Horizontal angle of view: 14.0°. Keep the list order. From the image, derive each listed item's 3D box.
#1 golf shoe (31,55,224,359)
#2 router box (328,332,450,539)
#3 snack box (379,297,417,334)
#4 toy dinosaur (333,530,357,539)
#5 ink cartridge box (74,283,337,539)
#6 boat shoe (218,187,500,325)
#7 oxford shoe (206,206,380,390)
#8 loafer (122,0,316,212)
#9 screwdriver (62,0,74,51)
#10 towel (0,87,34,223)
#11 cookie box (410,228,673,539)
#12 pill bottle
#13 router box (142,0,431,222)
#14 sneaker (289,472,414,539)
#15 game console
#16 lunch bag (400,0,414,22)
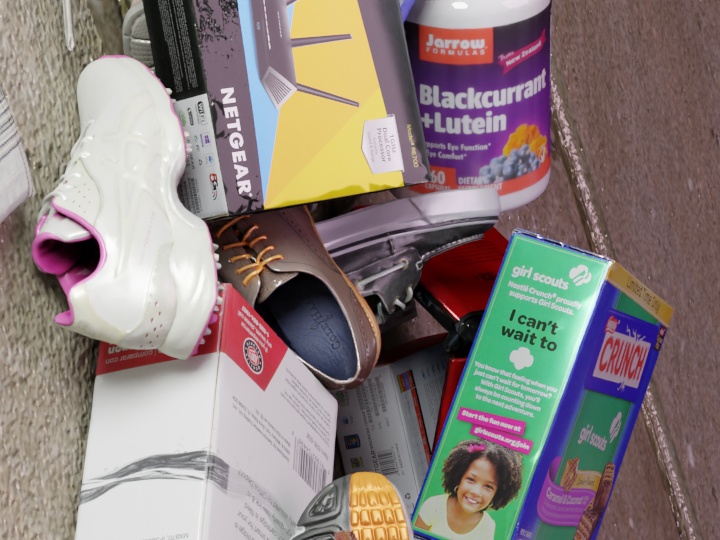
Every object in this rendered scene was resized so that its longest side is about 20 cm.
[{"bbox_3d":[-0.136,-0.041,1.577,0.091,0.075,0.200,1,48,-24],"label":"golf shoe"},{"bbox_3d":[0.052,0.149,1.947,0.179,0.049,0.200,-16,94,-67],"label":"router box"},{"bbox_3d":[-0.014,0.014,1.893,0.200,0.024,0.072,-24,102,-67],"label":"snack box"},{"bbox_3d":[-0.039,0.269,1.505,0.200,0.105,0.182,-36,140,-33],"label":"toy dinosaur"},{"bbox_3d":[-0.083,0.132,1.600,0.144,0.084,0.200,50,35,-49],"label":"ink cartridge box"},{"bbox_3d":[0.000,0.000,1.780,0.200,0.072,0.071,-17,90,-23],"label":"boat shoe"},{"bbox_3d":[-0.056,-0.016,1.680,0.200,0.071,0.073,49,4,-5],"label":"oxford shoe"},{"bbox_3d":[-0.082,-0.110,1.737,0.200,0.072,0.063,57,32,-44],"label":"loafer"},{"bbox_3d":[-0.173,-0.216,1.644,0.028,0.029,0.200,27,58,-62],"label":"screwdriver"},{"bbox_3d":[-0.231,-0.092,1.431,0.200,0.035,0.193,-48,123,-62],"label":"towel"},{"bbox_3d":[0.117,0.091,1.847,0.171,0.075,0.200,30,78,-68],"label":"cookie box"},{"bbox_3d":[0.068,-0.145,1.884,0.111,0.111,0.200,-59,151,-58],"label":"pill bottle"},{"bbox_3d":[-0.047,-0.135,1.653,0.149,0.051,0.200,-11,91,-38],"label":"router box"},{"bbox_3d":[0.003,0.210,1.586,0.092,0.076,0.200,25,66,-73],"label":"sneaker"},{"bbox_3d":[0.055,0.051,1.919,0.172,0.119,0.200,44,18,15],"label":"game console"},{"bbox_3d":[-0.046,-0.228,1.774,0.170,0.127,0.200,27,57,-34],"label":"lunch bag"}]
